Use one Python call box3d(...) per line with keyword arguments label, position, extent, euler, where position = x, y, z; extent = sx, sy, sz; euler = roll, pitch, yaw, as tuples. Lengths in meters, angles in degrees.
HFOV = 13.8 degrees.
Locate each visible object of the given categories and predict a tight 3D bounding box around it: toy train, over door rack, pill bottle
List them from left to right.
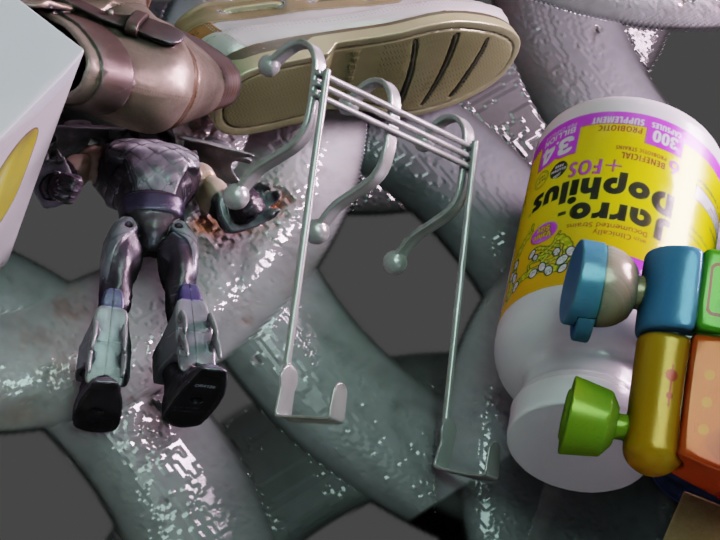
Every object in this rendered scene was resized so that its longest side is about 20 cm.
box3d(label="over door rack", position=(0.000, 0.000, 1.494), extent=(0.148, 0.067, 0.200), euler=(21, 60, -50))
box3d(label="pill bottle", position=(0.127, 0.013, 1.531), extent=(0.104, 0.104, 0.200), euler=(19, 50, -7))
box3d(label="toy train", position=(0.144, 0.082, 1.405), extent=(0.116, 0.085, 0.200), euler=(10, 72, -1))

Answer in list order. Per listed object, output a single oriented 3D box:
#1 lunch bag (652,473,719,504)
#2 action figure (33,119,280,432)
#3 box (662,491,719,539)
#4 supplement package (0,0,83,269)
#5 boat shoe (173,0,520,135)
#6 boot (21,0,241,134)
box3d(label="lunch bag", position=(0.242, 0.048, 1.543), extent=(0.136, 0.132, 0.200), euler=(24, 56, -4))
box3d(label="action figure", position=(-0.105, -0.016, 1.503), extent=(0.130, 0.069, 0.200), euler=(1, 56, -7))
box3d(label="box", position=(0.215, 0.215, 1.412), extent=(0.200, 0.021, 0.164), euler=(21, 78, 16))
box3d(label="supplement package", position=(-0.249, -0.050, 1.393), extent=(0.151, 0.200, 0.152), euler=(38, 57, 5))
box3d(label="boat shoe", position=(-0.006, -0.125, 1.593), extent=(0.200, 0.075, 0.068), euler=(-8, 50, -35))
box3d(label="boot", position=(-0.156, -0.122, 1.476), extent=(0.200, 0.070, 0.146), euler=(22, 10, 30))
